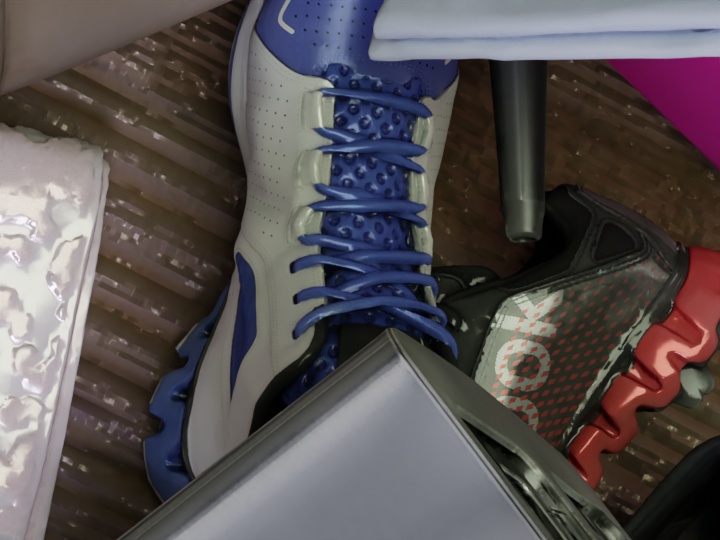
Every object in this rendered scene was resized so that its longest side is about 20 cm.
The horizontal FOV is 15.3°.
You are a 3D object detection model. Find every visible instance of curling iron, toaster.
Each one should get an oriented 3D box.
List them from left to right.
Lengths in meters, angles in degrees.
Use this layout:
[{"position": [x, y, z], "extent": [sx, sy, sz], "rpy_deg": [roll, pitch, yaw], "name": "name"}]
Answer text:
[{"position": [0.031, 0.125, 0.728], "extent": [0.119, 0.181, 0.200], "rpy_deg": [-40, 63, 5], "name": "toaster"}, {"position": [0.043, -0.108, 0.870], "extent": [0.049, 0.026, 0.201], "rpy_deg": [0, 84, -43], "name": "curling iron"}]

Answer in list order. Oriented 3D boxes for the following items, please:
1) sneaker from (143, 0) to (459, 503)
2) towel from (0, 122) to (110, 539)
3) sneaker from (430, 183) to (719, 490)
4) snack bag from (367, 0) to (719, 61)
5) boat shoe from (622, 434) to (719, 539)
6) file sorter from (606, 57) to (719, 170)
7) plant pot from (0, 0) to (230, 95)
[{"position": [0.000, 0.001, 0.830], "extent": [0.080, 0.115, 0.200], "rpy_deg": [12, 95, -25], "name": "sneaker"}, {"position": [-0.187, 0.036, 0.825], "extent": [0.199, 0.032, 0.192], "rpy_deg": [10, 83, -19], "name": "towel"}, {"position": [0.039, 0.054, 0.882], "extent": [0.098, 0.071, 0.201], "rpy_deg": [40, 79, -5], "name": "sneaker"}, {"position": [0.110, -0.142, 0.798], "extent": [0.021, 0.188, 0.200], "rpy_deg": [57, 42, -46], "name": "snack bag"}, {"position": [0.073, 0.134, 0.842], "extent": [0.200, 0.070, 0.066], "rpy_deg": [-48, 130, 3], "name": "boat shoe"}, {"position": [0.183, -0.085, 0.889], "extent": [0.200, 0.139, 0.126], "rpy_deg": [42, 76, -19], "name": "file sorter"}, {"position": [-0.078, -0.148, 0.777], "extent": [0.173, 0.200, 0.201], "rpy_deg": [-11, 90, -14], "name": "plant pot"}]
